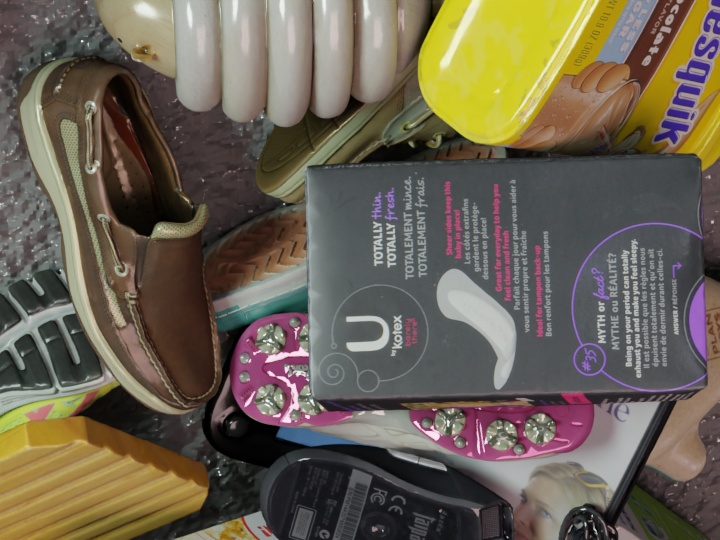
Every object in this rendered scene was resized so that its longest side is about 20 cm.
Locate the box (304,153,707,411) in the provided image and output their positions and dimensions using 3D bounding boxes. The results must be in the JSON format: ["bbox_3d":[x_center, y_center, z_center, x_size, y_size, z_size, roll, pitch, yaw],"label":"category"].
[{"bbox_3d":[0.074,0.008,1.360,0.199,0.106,0.123,-1,84,2],"label":"box"}]

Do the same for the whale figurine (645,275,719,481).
[{"bbox_3d":[0.164,0.046,1.555,0.199,0.104,0.160,-13,88,-33],"label":"whale figurine"}]

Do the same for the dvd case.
[{"bbox_3d":[0.086,0.097,1.488,0.018,0.142,0.200,-36,154,-50],"label":"dvd case"}]

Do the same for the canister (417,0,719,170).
[{"bbox_3d":[0.132,-0.125,1.372,0.200,0.087,0.149,3,122,-54],"label":"canister"}]

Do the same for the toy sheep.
[{"bbox_3d":[-0.035,-0.138,1.343,0.199,0.138,0.138,-2,125,-2],"label":"toy sheep"}]

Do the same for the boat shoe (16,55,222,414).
[{"bbox_3d":[-0.114,-0.015,1.390,0.075,0.075,0.203,-39,114,-40],"label":"boat shoe"}]

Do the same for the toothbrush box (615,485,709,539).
[{"bbox_3d":[0.137,0.207,1.636,0.146,0.086,0.200,-40,136,11],"label":"toothbrush box"}]

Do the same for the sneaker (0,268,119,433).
[{"bbox_3d":[-0.189,0.067,1.477,0.199,0.078,0.090,-24,147,-3],"label":"sneaker"}]

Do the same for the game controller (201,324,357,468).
[{"bbox_3d":[0.007,0.079,1.558,0.199,0.042,0.105,16,117,-27],"label":"game controller"}]

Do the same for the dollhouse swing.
[{"bbox_3d":[-0.190,0.190,1.449,0.175,0.182,0.200,-8,160,27],"label":"dollhouse swing"}]

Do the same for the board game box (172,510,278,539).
[{"bbox_3d":[-0.091,0.215,1.521,0.200,0.046,0.152,-15,134,-46],"label":"board game box"}]

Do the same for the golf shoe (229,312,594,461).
[{"bbox_3d":[0.032,0.065,1.458,0.199,0.092,0.076,10,81,12],"label":"golf shoe"}]

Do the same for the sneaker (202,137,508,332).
[{"bbox_3d":[0.000,0.000,1.482,0.199,0.071,0.080,-22,123,-3],"label":"sneaker"}]

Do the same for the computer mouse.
[{"bbox_3d":[0.039,0.166,1.499,0.199,0.046,0.141,12,118,4],"label":"computer mouse"}]

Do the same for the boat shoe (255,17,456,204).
[{"bbox_3d":[0.030,-0.100,1.422,0.200,0.074,0.066,-42,120,13],"label":"boat shoe"}]
